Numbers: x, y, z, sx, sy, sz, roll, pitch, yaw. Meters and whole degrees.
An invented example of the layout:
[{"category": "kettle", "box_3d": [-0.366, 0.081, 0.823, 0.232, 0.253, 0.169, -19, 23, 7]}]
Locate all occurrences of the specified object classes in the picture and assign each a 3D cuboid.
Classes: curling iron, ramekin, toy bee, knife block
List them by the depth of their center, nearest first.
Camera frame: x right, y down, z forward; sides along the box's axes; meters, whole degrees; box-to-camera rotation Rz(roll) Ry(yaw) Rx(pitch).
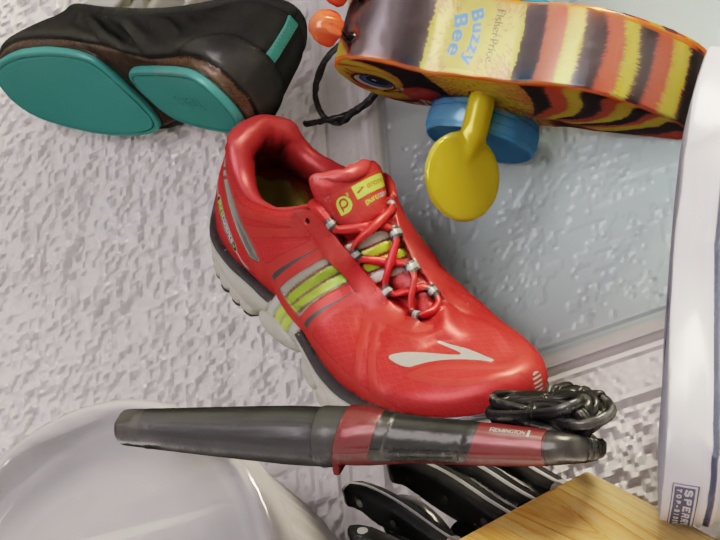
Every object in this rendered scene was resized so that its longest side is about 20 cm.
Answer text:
[{"category": "knife block", "box_3d": [0.090, 0.119, 1.084, 0.199, 0.064, 0.176, -2, 30, 6]}, {"category": "curling iron", "box_3d": [0.001, 0.062, 1.106, 0.199, 0.050, 0.026, -3, 97, 19]}, {"category": "ramekin", "box_3d": [-0.085, 0.160, 1.190, 0.202, 0.094, 0.203, -15, 63, 33]}, {"category": "toy bee", "box_3d": [0.033, -0.082, 1.192, 0.200, 0.109, 0.131, -19, 63, 31]}]

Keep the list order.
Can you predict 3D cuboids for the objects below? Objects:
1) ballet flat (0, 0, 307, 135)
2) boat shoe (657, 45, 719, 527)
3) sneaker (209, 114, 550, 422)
[{"category": "ballet flat", "box_3d": [-0.088, -0.096, 1.317, 0.200, 0.068, 0.068, 9, 56, 51]}, {"category": "boat shoe", "box_3d": [0.148, 0.007, 1.100, 0.065, 0.074, 0.201, 5, 63, 5]}, {"category": "sneaker", "box_3d": [0.000, 0.000, 1.182, 0.200, 0.077, 0.085, 36, 137, 40]}]
